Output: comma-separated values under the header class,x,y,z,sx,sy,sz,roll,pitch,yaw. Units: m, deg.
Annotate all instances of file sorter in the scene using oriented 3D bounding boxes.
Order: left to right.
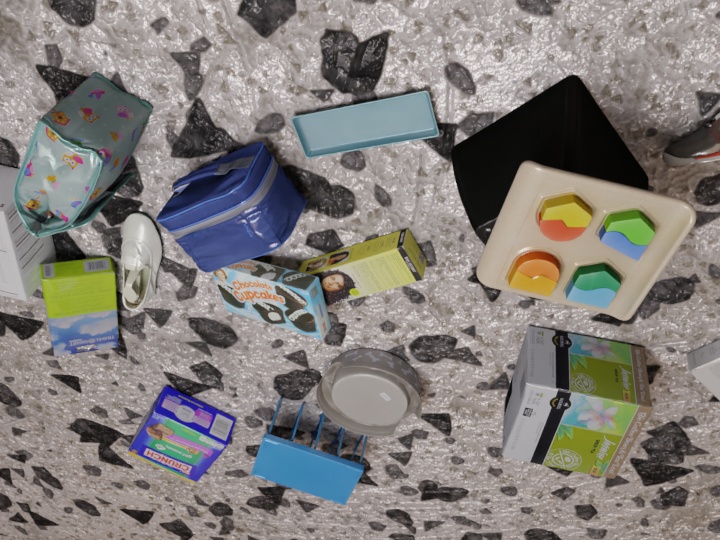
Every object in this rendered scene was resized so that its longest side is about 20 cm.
class,x,y,z,sx,sy,sz,roll,pitch,yaw
file sorter,-0.097,0.355,1.439,0.200,0.123,0.139,19,132,-3

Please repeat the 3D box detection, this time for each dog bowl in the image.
class,x,y,z,sx,sy,sz,roll,pitch,yaw
dog bowl,0.020,0.225,1.340,0.200,0.059,0.200,7,132,8

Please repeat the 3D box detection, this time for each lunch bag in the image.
class,x,y,z,sx,sy,sz,roll,pitch,yaw
lunch bag,-0.402,-0.152,1.038,0.122,0.170,0.200,30,127,-10
lunch bag,-0.199,-0.097,1.061,0.200,0.136,0.132,-17,124,28

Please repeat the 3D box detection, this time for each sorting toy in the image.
class,x,y,z,sx,sy,sz,roll,pitch,yaw
sorting toy,0.255,-0.025,0.840,0.200,0.036,0.185,16,132,0

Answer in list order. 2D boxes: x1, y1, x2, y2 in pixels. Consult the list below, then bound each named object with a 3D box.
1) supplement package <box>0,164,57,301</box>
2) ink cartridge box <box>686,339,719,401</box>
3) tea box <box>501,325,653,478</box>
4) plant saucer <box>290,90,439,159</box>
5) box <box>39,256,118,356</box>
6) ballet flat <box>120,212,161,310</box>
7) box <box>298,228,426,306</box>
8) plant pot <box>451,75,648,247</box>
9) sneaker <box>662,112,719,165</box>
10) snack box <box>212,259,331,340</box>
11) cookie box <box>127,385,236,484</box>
class,x,y,z,sx,sy,sz,roll,pitch,yaw
supplement package,-0.599,-0.065,1.206,0.114,0.110,0.200,14,133,2
ink cartridge box,0.654,0.167,1.139,0.200,0.045,0.176,39,129,-20
tea box,0.353,0.221,1.202,0.196,0.134,0.200,9,132,6
plant saucer,0.006,-0.203,0.997,0.200,0.019,0.070,-6,129,20
box,-0.506,0.068,1.308,0.122,0.048,0.200,-7,136,-23
ballet flat,-0.382,-0.006,1.234,0.069,0.069,0.200,16,132,0
box,0.000,0.000,1.154,0.200,0.050,0.075,-18,123,26
plant pot,0.243,-0.089,0.930,0.199,0.178,0.200,-29,118,32
sneaker,0.465,-0.188,0.875,0.200,0.077,0.082,-19,97,26
snack box,-0.150,0.041,1.195,0.200,0.037,0.116,14,138,26
cookie box,-0.386,0.357,1.545,0.171,0.075,0.200,29,132,-12
